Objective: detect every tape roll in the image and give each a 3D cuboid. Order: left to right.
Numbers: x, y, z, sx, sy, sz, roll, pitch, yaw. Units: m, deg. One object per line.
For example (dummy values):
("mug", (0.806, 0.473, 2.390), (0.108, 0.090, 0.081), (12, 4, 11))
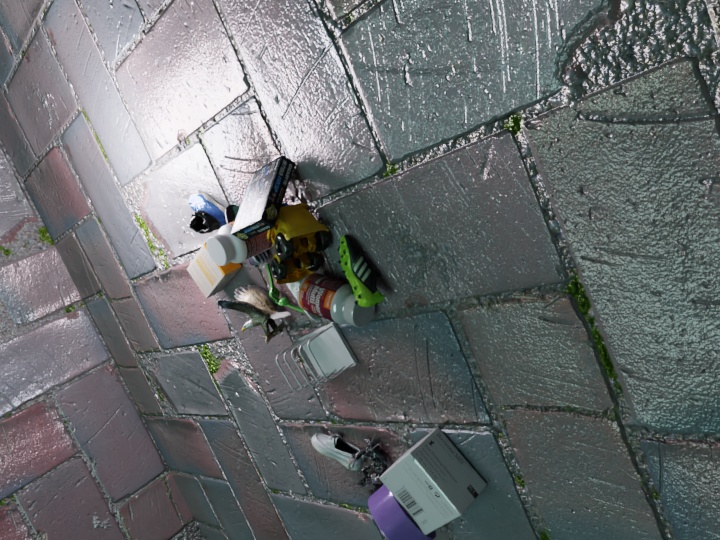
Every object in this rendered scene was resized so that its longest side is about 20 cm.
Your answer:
("tape roll", (0.117, 0.702, 1.724), (0.200, 0.085, 0.200), (47, -177, -4))

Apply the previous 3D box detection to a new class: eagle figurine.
("eagle figurine", (-0.322, 0.126, 1.854), (0.200, 0.151, 0.152), (52, 159, 0))

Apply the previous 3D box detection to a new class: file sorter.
("file sorter", (-0.133, 0.261, 1.773), (0.200, 0.124, 0.139), (-29, 92, 49))

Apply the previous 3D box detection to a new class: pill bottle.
("pill bottle", (-0.325, -0.090, 1.698), (0.113, 0.200, 0.113), (23, 128, 34))
("pill bottle", (-0.065, 0.080, 1.607), (0.199, 0.109, 0.110), (17, 124, 39))

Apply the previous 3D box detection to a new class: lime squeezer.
("lime squeezer", (-0.235, 0.075, 1.842), (0.071, 0.038, 0.200), (-46, 75, 17))

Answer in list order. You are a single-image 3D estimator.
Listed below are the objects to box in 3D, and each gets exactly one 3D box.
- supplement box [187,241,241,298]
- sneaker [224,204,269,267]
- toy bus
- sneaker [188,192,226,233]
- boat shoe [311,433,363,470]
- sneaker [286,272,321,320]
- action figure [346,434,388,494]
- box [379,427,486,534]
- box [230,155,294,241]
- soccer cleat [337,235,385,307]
("supplement box", (-0.486, -0.009, 2.006), (0.126, 0.073, 0.200), (55, 139, 4))
("sneaker", (-0.358, -0.098, 1.827), (0.087, 0.074, 0.200), (-29, 92, 54))
("toy bus", (-0.195, -0.090, 1.634), (0.192, 0.135, 0.200), (54, 143, 27))
("sneaker", (-0.503, -0.177, 1.893), (0.200, 0.111, 0.077), (31, 132, 29))
("boat shoe", (-0.072, 0.563, 1.943), (0.200, 0.070, 0.072), (21, 116, 32))
("sneaker", (-0.165, 0.052, 1.734), (0.201, 0.070, 0.080), (61, 155, 2))
("action figure", (0.028, 0.595, 1.829), (0.119, 0.102, 0.201), (33, 135, 44))
("box", (0.190, 0.564, 1.621), (0.199, 0.131, 0.200), (48, 138, 13))
("box", (-0.256, -0.189, 1.587), (0.046, 0.201, 0.159), (30, 152, -32))
("soccer cleat", (0.000, 0.000, 1.531), (0.068, 0.081, 0.201), (-55, 50, 55))
